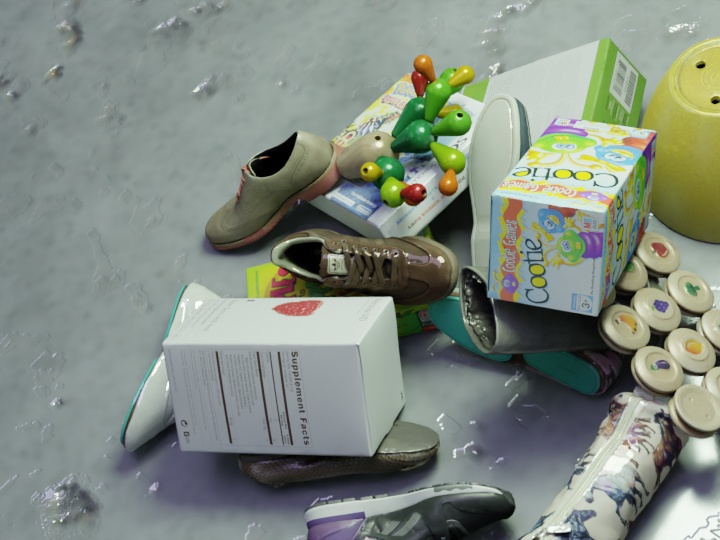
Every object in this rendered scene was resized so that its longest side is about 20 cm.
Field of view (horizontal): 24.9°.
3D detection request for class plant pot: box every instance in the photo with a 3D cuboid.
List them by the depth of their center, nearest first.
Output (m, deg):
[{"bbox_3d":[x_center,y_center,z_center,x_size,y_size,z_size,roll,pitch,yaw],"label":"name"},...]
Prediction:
[{"bbox_3d":[0.367,-0.149,1.619,0.200,0.142,0.200,-9,53,12],"label":"plant pot"}]

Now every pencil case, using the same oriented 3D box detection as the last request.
[{"bbox_3d":[0.216,0.199,1.456,0.078,0.089,0.200,24,65,32],"label":"pencil case"}]

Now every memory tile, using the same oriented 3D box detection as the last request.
[{"bbox_3d":[0.290,0.055,1.503,0.153,0.017,0.200,-23,66,-37],"label":"memory tile"}]

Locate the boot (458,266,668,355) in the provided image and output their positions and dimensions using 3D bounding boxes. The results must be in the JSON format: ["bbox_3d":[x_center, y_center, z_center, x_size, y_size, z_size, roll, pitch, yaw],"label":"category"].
[{"bbox_3d":[0.185,0.017,1.544,0.200,0.073,0.182,1,39,-17],"label":"boot"}]

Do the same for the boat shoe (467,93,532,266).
[{"bbox_3d":[0.153,-0.076,1.633,0.075,0.062,0.200,-2,89,56],"label":"boat shoe"}]

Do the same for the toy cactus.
[{"bbox_3d":[0.038,-0.131,1.640,0.165,0.102,0.200,-18,45,41],"label":"toy cactus"}]

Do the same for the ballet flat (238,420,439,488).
[{"bbox_3d":[-0.020,0.183,1.581,0.200,0.046,0.067,-7,20,8],"label":"ballet flat"}]

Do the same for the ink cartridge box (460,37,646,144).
[{"bbox_3d":[0.190,-0.147,1.728,0.200,0.076,0.148,-14,48,41],"label":"ink cartridge box"}]

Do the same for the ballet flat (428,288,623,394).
[{"bbox_3d":[0.165,0.060,1.594,0.200,0.069,0.071,22,40,23],"label":"ballet flat"}]

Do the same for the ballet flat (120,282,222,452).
[{"bbox_3d":[-0.185,0.102,1.685,0.069,0.069,0.200,6,57,23],"label":"ballet flat"}]

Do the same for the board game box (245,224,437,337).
[{"bbox_3d":[-0.015,0.027,1.684,0.200,0.048,0.102,-13,53,9],"label":"board game box"}]

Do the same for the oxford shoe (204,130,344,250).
[{"bbox_3d":[-0.108,-0.092,1.746,0.200,0.075,0.071,-35,41,30],"label":"oxford shoe"}]

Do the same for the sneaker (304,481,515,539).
[{"bbox_3d":[0.049,0.251,1.499,0.200,0.076,0.088,-12,67,15],"label":"sneaker"}]

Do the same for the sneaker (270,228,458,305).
[{"bbox_3d":[0.000,0.000,1.602,0.200,0.075,0.071,7,101,37],"label":"sneaker"}]

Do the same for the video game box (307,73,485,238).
[{"bbox_3d":[0.045,-0.119,1.728,0.182,0.047,0.200,-41,33,-12],"label":"video game box"}]

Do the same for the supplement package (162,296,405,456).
[{"bbox_3d":[-0.071,0.100,1.578,0.200,0.120,0.121,-1,20,18],"label":"supplement package"}]

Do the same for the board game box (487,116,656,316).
[{"bbox_3d":[0.195,-0.053,1.482,0.103,0.105,0.200,10,28,20],"label":"board game box"}]
